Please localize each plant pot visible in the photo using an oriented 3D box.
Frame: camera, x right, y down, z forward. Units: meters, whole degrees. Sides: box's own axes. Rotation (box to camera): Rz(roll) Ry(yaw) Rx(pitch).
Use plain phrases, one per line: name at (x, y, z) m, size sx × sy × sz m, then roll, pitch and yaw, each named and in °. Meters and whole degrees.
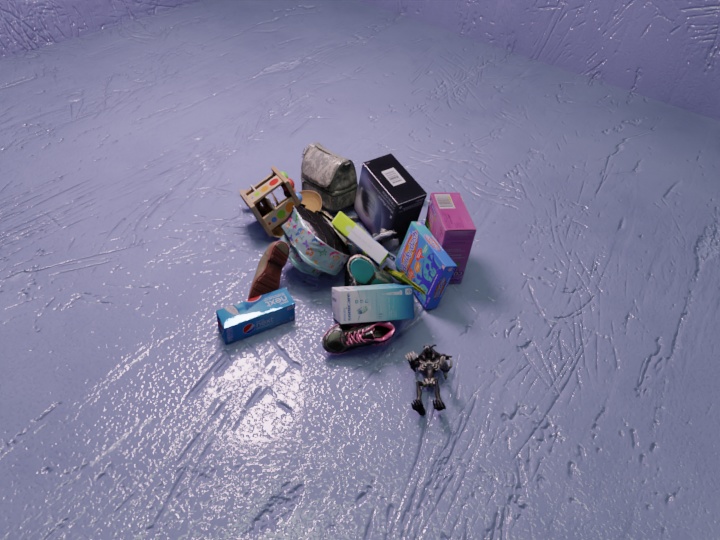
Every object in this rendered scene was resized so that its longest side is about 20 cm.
plant pot at (-0.204, -0.171, 1.723) m, size 0.195 × 0.028 × 0.204 m, roll -17°, pitch 44°, yaw 16°

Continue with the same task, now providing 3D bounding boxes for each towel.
towel at (0.119, 0.024, 1.509) m, size 0.085 × 0.018 × 0.200 m, roll 35°, pitch -1°, yaw -13°

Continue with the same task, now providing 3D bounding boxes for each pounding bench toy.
pounding bench toy at (-0.283, -0.237, 1.717) m, size 0.155 × 0.125 × 0.200 m, roll -37°, pitch 42°, yaw -8°

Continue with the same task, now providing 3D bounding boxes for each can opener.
can opener at (0.055, -0.082, 1.623) m, size 0.051 × 0.199 × 0.069 m, roll -7°, pitch 88°, yaw -18°

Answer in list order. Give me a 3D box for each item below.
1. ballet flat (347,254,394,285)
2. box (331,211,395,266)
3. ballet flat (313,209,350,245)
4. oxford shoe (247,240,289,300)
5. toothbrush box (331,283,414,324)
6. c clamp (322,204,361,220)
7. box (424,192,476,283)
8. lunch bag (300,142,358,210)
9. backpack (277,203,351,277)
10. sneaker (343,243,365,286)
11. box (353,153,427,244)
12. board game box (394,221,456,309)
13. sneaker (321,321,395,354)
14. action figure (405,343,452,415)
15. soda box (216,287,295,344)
ballet flat at (0.022, 0.007, 1.522) m, size 0.075 × 0.199 × 0.064 m, roll -42°, pitch 42°, yaw 9°
box at (0.009, -0.078, 1.541) m, size 0.199 × 0.122 × 0.048 m, roll 40°, pitch 88°, yaw 3°
ballet flat at (-0.086, -0.123, 1.698) m, size 0.200 × 0.068 × 0.075 m, roll 43°, pitch 11°, yaw 30°
oxford shoe at (-0.257, 0.016, 1.505) m, size 0.074 × 0.070 × 0.204 m, roll 6°, pitch 67°, yaw 58°
toothbrush box at (0.029, 0.083, 1.438) m, size 0.194 × 0.088 × 0.146 m, roll -2°, pitch 2°, yaw -12°
c clamp at (-0.051, -0.187, 1.813) m, size 0.194 × 0.028 × 0.173 m, roll -2°, pitch 44°, yaw -11°
box at (0.253, -0.096, 1.627) m, size 0.094 × 0.204 × 0.179 m, roll -2°, pitch 43°, yaw -9°
lunch bag at (-0.106, -0.316, 1.820) m, size 0.137 × 0.172 × 0.198 m, roll -23°, pitch 41°, yaw -37°
backpack at (-0.128, -0.071, 1.558) m, size 0.200 × 0.152 × 0.176 m, roll 42°, pitch 13°, yaw 35°
sneaker at (0.000, 0.000, 1.585) m, size 0.084 × 0.079 × 0.203 m, roll 8°, pitch 45°, yaw -13°
box at (0.086, -0.211, 1.713) m, size 0.121 × 0.201 × 0.201 m, roll -22°, pitch 57°, yaw -26°
board game box at (0.180, -0.017, 1.566) m, size 0.044 × 0.155 × 0.202 m, roll -2°, pitch 40°, yaw -30°
sneaker at (0.000, 0.162, 1.382) m, size 0.194 × 0.095 × 0.082 m, roll -11°, pitch 85°, yaw -17°
action figure at (0.167, 0.240, 1.331) m, size 0.115 × 0.104 × 0.203 m, roll -2°, pitch 43°, yaw 7°
soda box at (-0.270, 0.116, 1.428) m, size 0.196 × 0.065 × 0.068 m, roll -18°, pitch 48°, yaw -26°
